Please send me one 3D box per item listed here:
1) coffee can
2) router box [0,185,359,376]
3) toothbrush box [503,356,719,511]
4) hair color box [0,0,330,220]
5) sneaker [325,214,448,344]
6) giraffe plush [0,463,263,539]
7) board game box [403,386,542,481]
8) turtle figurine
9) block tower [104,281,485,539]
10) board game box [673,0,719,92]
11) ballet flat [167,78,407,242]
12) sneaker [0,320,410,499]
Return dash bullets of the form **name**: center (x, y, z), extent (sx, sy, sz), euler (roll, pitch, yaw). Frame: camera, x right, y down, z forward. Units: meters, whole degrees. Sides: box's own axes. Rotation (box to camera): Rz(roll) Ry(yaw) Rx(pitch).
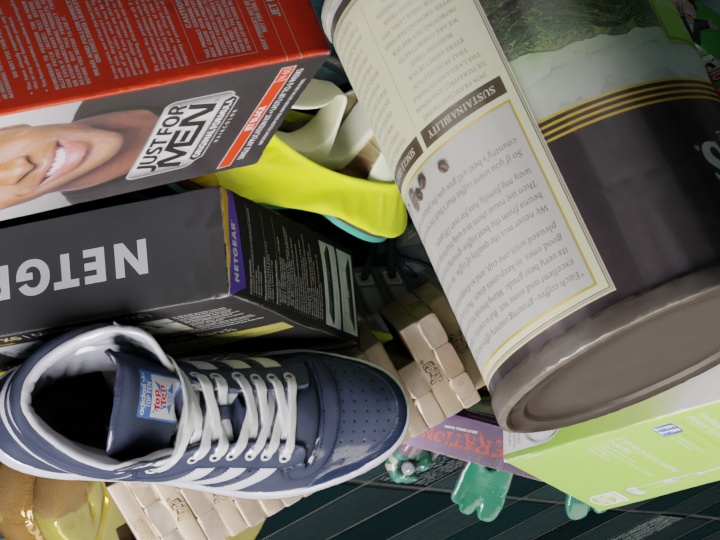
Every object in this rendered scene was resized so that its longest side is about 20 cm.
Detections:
- **coffee can**: center (0.086, -0.051, 0.932), extent (0.146, 0.200, 0.146), euler (-22, 163, -7)
- **router box**: center (-0.121, 0.016, 1.017), extent (0.200, 0.052, 0.157), euler (-10, 167, 18)
- **toothbrush box**: center (0.170, 0.016, 1.033), extent (0.200, 0.146, 0.086), euler (-19, 146, 34)
- **hair color box**: center (-0.123, -0.069, 0.845), extent (0.200, 0.061, 0.102), euler (-14, 161, -27)
- **sneaker**: center (0.000, 0.000, 1.131), extent (0.200, 0.074, 0.081), euler (11, 134, -21)
- **giraffe plush**: center (-0.158, 0.151, 1.329), extent (0.162, 0.200, 0.173), euler (6, -157, 46)
- **board game box**: center (0.002, 0.061, 1.170), extent (0.200, 0.032, 0.120), euler (15, -165, -5)
- **turtle figurine**: center (0.084, 0.086, 1.323), extent (0.150, 0.101, 0.200), euler (-16, -159, -4)
- **block tower**: center (-0.036, 0.079, 1.073), extent (0.200, 0.058, 0.054), euler (-30, -165, -5)
- **board game box**: center (0.124, -0.062, 1.089), extent (0.135, 0.029, 0.200), euler (30, 141, -30)
- **ballet flat**: center (-0.021, -0.057, 1.018), extent (0.067, 0.067, 0.200), euler (-53, 152, 16)
- **sneaker**: center (-0.066, 0.063, 0.968), extent (0.200, 0.070, 0.109), euler (0, 168, -13)
